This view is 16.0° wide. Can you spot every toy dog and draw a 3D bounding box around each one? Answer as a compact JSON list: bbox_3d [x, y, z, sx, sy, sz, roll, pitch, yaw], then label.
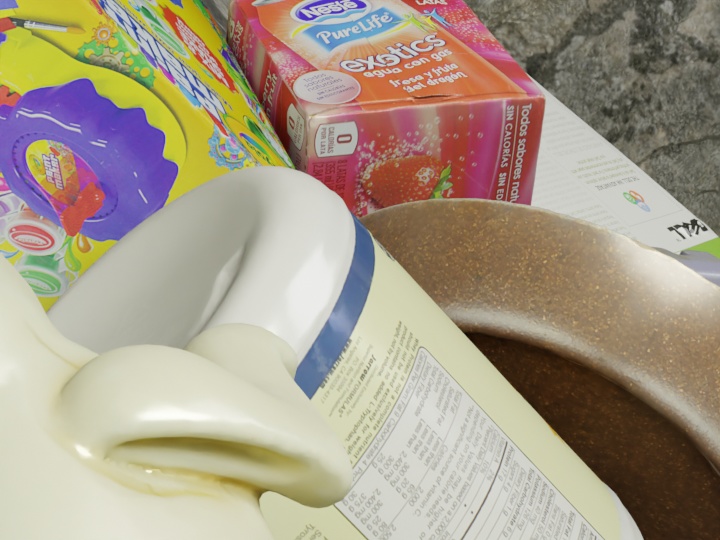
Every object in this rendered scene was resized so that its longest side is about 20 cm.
[{"bbox_3d":[-0.080,0.074,0.514,0.193,0.140,0.200,-23,70,-44],"label":"toy dog"}]

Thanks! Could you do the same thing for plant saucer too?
[{"bbox_3d":[0.061,0.061,0.826,0.200,0.200,0.035,46,50,-21],"label":"plant saucer"}]

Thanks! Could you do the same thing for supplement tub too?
[{"bbox_3d":[-0.005,0.085,0.749,0.200,0.145,0.145,46,8,-21],"label":"supplement tub"}]

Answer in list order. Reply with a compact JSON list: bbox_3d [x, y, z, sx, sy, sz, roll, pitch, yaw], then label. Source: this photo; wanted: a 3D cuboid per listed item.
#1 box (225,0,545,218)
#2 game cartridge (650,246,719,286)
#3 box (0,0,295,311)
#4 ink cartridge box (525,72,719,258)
[{"bbox_3d":[0.000,0.000,0.983,0.100,0.095,0.201,-124,-147,-52],"label":"box"},{"bbox_3d":[0.039,0.049,0.940,0.199,0.131,0.038,4,18,-30],"label":"game cartridge"},{"bbox_3d":[-0.137,-0.075,0.867,0.200,0.122,0.193,44,10,-35],"label":"box"},{"bbox_3d":[0.072,-0.016,1.154,0.200,0.076,0.148,42,26,18],"label":"ink cartridge box"}]
